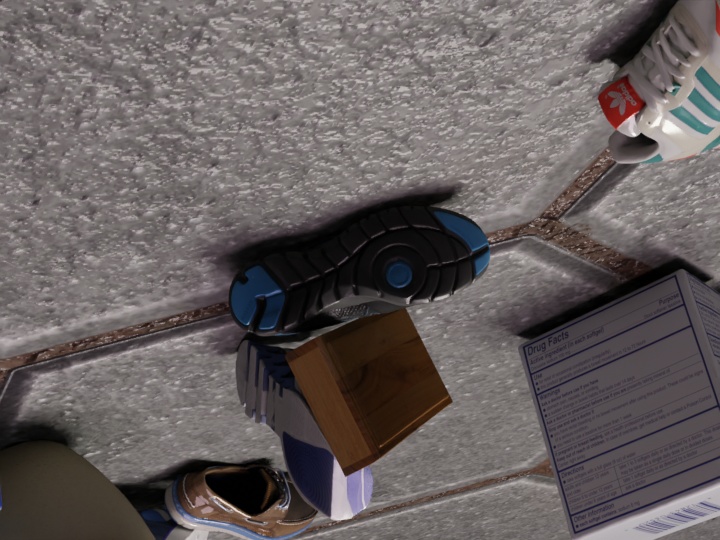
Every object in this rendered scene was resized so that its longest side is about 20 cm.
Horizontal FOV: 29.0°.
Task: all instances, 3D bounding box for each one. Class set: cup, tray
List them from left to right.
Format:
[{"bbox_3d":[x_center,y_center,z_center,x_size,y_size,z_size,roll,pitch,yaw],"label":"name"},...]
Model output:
[{"bbox_3d":[-0.293,0.244,1.277,0.198,0.144,0.201,-20,150,-12],"label":"cup"},{"bbox_3d":[0.013,0.086,1.099,0.037,0.100,0.200,-28,177,21],"label":"tray"}]

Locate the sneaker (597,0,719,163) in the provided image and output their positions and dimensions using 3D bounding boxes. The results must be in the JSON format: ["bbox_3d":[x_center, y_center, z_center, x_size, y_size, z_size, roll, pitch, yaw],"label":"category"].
[{"bbox_3d":[0.201,-0.121,0.878,0.092,0.071,0.200,-20,159,-3],"label":"sneaker"}]

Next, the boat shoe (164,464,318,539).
[{"bbox_3d":[-0.113,0.251,1.511,0.198,0.073,0.072,9,146,-43],"label":"boat shoe"}]

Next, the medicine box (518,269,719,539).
[{"bbox_3d":[0.268,0.133,1.296,0.181,0.203,0.102,-27,152,27],"label":"medicine box"}]

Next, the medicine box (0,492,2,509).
[{"bbox_3d":[-0.423,0.170,1.110,0.181,0.104,0.199,-29,153,30],"label":"medicine box"}]

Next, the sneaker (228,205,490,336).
[{"bbox_3d":[0.000,0.000,1.052,0.197,0.074,0.082,-12,174,5],"label":"sneaker"}]

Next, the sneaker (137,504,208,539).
[{"bbox_3d":[-0.249,0.283,1.526,0.144,0.082,0.200,15,-174,6],"label":"sneaker"}]

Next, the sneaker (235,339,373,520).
[{"bbox_3d":[-0.018,0.112,1.148,0.114,0.199,0.082,-7,120,-25],"label":"sneaker"}]
